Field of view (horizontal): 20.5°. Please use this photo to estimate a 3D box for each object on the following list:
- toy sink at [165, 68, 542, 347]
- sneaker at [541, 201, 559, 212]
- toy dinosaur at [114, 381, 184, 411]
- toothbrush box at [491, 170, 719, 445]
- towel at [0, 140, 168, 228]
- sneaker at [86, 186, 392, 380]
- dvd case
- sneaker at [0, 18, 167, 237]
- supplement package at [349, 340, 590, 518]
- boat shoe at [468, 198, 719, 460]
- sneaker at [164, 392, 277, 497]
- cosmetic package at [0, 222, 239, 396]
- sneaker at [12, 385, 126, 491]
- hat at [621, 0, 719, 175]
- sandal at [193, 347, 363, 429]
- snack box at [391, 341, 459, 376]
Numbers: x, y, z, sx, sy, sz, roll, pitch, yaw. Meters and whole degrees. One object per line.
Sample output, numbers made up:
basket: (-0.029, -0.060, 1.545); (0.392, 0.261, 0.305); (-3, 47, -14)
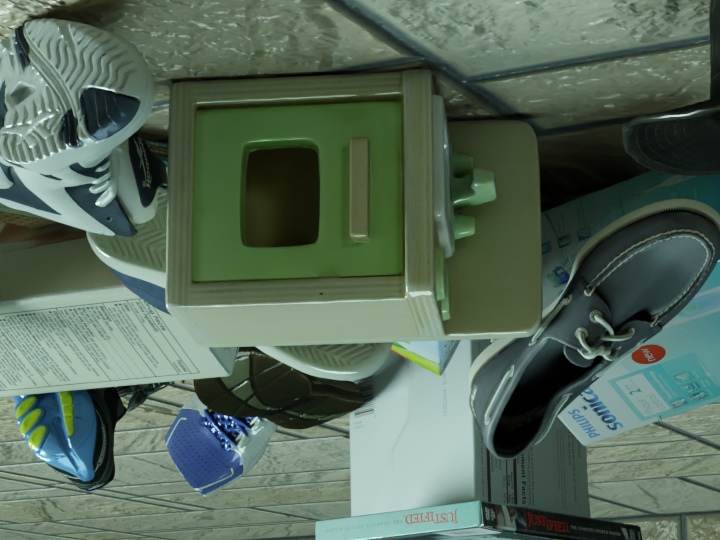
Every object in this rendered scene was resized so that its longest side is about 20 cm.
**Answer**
toy sink: (-0.001, -0.033, 1.102); (0.200, 0.130, 0.112); (-1, 166, 6)
sneaker: (0.148, -0.025, 1.300); (0.200, 0.071, 0.099); (9, 155, -35)
toy dinosaur: (-0.127, 0.038, 1.503); (0.136, 0.102, 0.200); (-26, 145, 28)
toothbrush box: (0.193, 0.014, 1.231); (0.200, 0.085, 0.146); (-19, 141, 20)
towel: (-0.204, -0.061, 1.219); (0.147, 0.022, 0.200); (12, 164, -40)
sneaker: (-0.067, 0.011, 1.203); (0.200, 0.075, 0.085); (28, 166, 15)
dvd case: (0.087, 0.188, 1.415); (0.146, 0.022, 0.200); (-13, 163, 38)
sneaker: (-0.136, -0.069, 1.039); (0.130, 0.080, 0.199); (12, 158, -39)
supplement package: (0.078, 0.092, 1.489); (0.111, 0.200, 0.156); (9, 164, -34)
boat shoe: (0.136, 0.039, 1.140); (0.073, 0.063, 0.200); (30, 126, -22)
sneaker: (-0.074, 0.084, 1.557); (0.199, 0.081, 0.115); (-41, 169, -3)
cosmetic package: (-0.185, 0.018, 1.345); (0.200, 0.087, 0.103); (-5, 137, 23)
sneaker: (-0.215, 0.083, 1.437); (0.071, 0.200, 0.083); (-25, 131, 3)
hat: (0.216, -0.106, 0.921); (0.200, 0.081, 0.201); (-8, 171, -1)
sandal: (-0.058, 0.071, 1.431); (0.082, 0.055, 0.200); (-21, 160, 22)
snack box: (0.000, 0.000, 1.292); (0.142, 0.053, 0.200); (26, 169, 8)
